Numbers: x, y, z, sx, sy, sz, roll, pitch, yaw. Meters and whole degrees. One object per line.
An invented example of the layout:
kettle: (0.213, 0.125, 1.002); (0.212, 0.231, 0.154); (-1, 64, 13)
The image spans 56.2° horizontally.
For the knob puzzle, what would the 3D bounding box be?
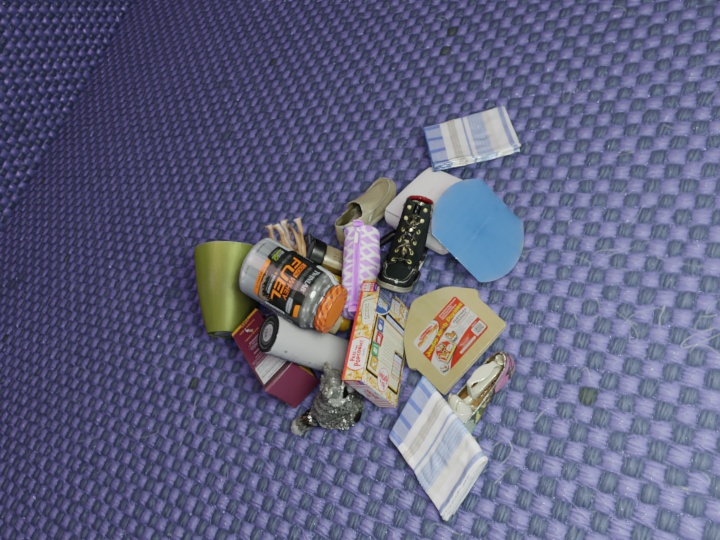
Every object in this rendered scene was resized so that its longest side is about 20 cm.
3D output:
knob puzzle: (0.166, 0.119, 1.316); (0.216, 0.030, 0.224); (-19, 53, 27)

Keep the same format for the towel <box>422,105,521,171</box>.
towel: (0.242, -0.293, 1.487); (0.195, 0.024, 0.150); (-13, 52, 6)

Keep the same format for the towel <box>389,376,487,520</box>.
towel: (0.129, 0.307, 1.175); (0.201, 0.023, 0.149); (51, 124, 42)

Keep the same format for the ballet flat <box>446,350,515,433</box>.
ballet flat: (0.198, 0.222, 1.197); (0.201, 0.071, 0.069); (-51, 46, -2)

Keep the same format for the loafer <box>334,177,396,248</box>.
loafer: (0.011, -0.143, 1.565); (0.075, 0.069, 0.202); (22, 70, 42)

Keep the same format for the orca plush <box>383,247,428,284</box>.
orca plush: (0.058, -0.002, 1.445); (0.198, 0.071, 0.107); (-35, 47, 14)

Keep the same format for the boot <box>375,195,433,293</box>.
boot: (0.086, -0.053, 1.275); (0.072, 0.204, 0.158); (16, 109, 9)

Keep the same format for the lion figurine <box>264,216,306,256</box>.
lion figurine: (-0.150, -0.044, 1.427); (0.071, 0.126, 0.200); (-18, 8, -11)

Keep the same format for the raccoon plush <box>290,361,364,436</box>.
raccoon plush: (-0.083, 0.268, 1.332); (0.199, 0.134, 0.098); (-38, 47, 10)

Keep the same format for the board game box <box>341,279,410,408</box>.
board game box: (0.038, 0.143, 1.311); (0.045, 0.152, 0.204); (-4, 59, 31)

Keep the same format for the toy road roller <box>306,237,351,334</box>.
toy road roller: (-0.084, 0.044, 1.474); (0.146, 0.120, 0.204); (-40, 33, 58)

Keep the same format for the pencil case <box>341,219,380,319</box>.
pencil case: (0.000, 0.000, 1.395); (0.081, 0.086, 0.205); (-1, 69, 4)

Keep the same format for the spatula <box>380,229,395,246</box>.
spatula: (0.008, -0.046, 1.546); (0.197, 0.021, 0.057); (-27, 41, 18)

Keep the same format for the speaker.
speaker: (-0.108, 0.155, 1.374); (0.081, 0.197, 0.083); (-30, 49, 41)

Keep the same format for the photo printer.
photo printer: (0.169, -0.125, 1.425); (0.166, 0.070, 0.199); (-42, 44, -15)

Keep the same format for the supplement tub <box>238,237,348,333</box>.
supplement tub: (-0.130, 0.032, 1.319); (0.197, 0.123, 0.124); (28, 78, 15)

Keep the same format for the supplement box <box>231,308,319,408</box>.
supplement box: (-0.188, 0.191, 1.477); (0.086, 0.110, 0.200); (-45, 46, 1)

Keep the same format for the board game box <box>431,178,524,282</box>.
board game box: (0.227, -0.077, 1.326); (0.158, 0.200, 0.039); (-48, 4, -18)

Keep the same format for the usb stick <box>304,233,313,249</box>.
usb stick: (-0.127, 0.001, 1.609); (0.055, 0.032, 0.204); (-30, 48, 27)

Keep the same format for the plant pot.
plant pot: (-0.318, 0.056, 1.636); (0.183, 0.186, 0.206); (-9, 72, 31)
